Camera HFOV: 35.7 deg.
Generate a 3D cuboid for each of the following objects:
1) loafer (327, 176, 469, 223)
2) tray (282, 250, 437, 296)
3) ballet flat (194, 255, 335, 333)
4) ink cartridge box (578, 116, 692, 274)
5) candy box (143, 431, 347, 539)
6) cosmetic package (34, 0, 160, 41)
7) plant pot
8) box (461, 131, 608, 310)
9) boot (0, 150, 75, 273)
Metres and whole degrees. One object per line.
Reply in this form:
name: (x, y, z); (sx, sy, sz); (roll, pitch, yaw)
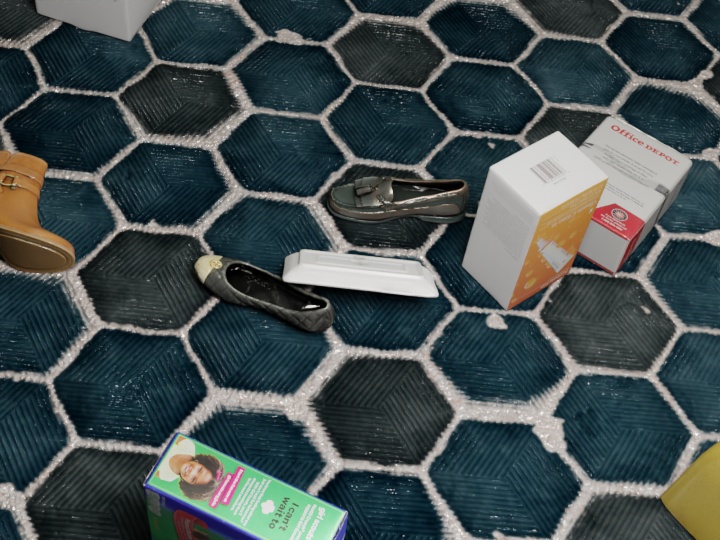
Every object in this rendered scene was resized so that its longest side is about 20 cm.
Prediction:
loafer: (0.054, -0.109, 1.570); (0.199, 0.063, 0.072); (1, 52, -7)
tray: (0.000, 0.000, 1.466); (0.199, 0.022, 0.107); (6, 15, -4)
ballet flat: (-0.122, 0.021, 1.447); (0.200, 0.057, 0.067); (22, 51, 9)
ink cartridge box: (0.360, -0.112, 1.602); (0.144, 0.084, 0.200); (33, 56, 18)
candy box: (-0.121, 0.273, 1.178); (0.200, 0.169, 0.077); (22, 56, 9)
cosmetic package: (-0.400, -0.496, 1.720); (0.164, 0.200, 0.165); (19, 53, 7)
plant pot: (0.504, 0.238, 1.276); (0.195, 0.200, 0.194); (-28, 60, -27)
box: (0.225, -0.063, 1.470); (0.124, 0.200, 0.098); (-29, 61, -26)
boot: (-0.447, -0.082, 1.482); (0.200, 0.077, 0.155); (12, 47, 10)
